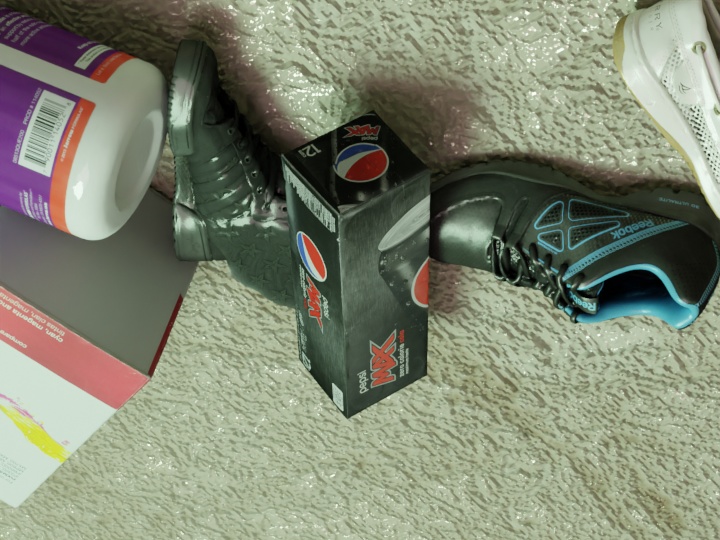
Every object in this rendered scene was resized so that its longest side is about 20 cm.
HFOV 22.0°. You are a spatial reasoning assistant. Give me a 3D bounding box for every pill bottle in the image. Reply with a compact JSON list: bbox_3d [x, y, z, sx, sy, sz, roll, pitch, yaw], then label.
[{"bbox_3d":[-0.222,-0.102,1.121,0.199,0.113,0.113,22,137,10],"label":"pill bottle"}]

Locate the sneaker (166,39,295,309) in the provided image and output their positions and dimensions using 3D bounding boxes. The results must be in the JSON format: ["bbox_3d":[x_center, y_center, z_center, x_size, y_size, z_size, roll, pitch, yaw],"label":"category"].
[{"bbox_3d":[-0.066,-0.058,1.168,0.103,0.060,0.201,5,133,2],"label":"sneaker"}]

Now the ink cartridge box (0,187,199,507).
[{"bbox_3d":[-0.224,0.032,1.239,0.144,0.146,0.200,33,133,-16],"label":"ink cartridge box"}]

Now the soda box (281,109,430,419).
[{"bbox_3d":[0.000,0.000,1.160,0.063,0.070,0.201,49,156,33],"label":"soda box"}]

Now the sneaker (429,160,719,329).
[{"bbox_3d":[0.121,-0.014,1.133,0.198,0.082,0.074,5,138,15],"label":"sneaker"}]

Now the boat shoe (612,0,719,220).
[{"bbox_3d":[0.224,-0.075,1.049,0.069,0.071,0.200,-25,121,37],"label":"boat shoe"}]
